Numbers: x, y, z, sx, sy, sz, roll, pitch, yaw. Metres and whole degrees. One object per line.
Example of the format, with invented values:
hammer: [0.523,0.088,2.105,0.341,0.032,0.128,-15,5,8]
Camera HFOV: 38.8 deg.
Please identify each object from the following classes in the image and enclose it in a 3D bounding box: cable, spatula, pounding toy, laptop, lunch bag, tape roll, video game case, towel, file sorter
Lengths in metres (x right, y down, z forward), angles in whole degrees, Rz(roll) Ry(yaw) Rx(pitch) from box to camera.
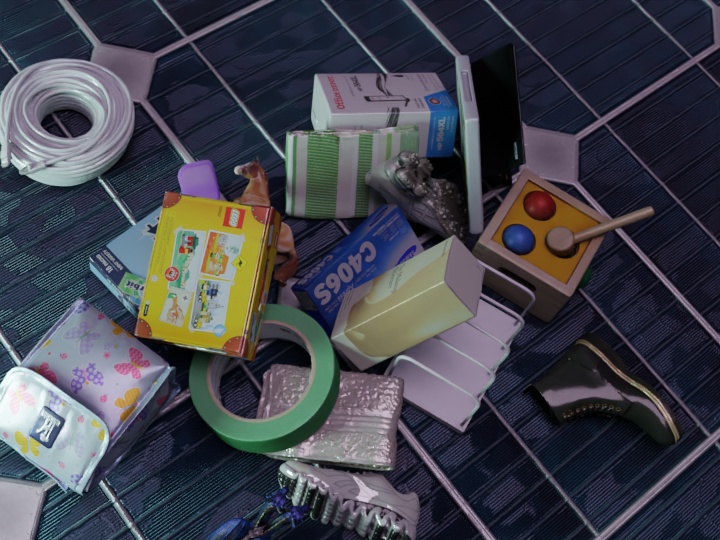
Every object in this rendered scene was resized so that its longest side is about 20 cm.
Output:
cable: [-0.438,-0.221,1.523,0.200,0.069,0.200,-8,65,-15]
spatula: [-0.211,-0.067,1.465,0.056,0.021,0.200,-14,68,-23]
pounding toy: [0.294,-0.045,1.530,0.200,0.142,0.184,31,63,6]
laptop: [0.227,-0.230,1.543,0.103,0.200,0.177,-6,86,29]
lunch bag: [-0.358,0.167,1.317,0.170,0.127,0.200,36,70,10]
tape roll: [-0.129,0.143,1.379,0.200,0.048,0.201,-5,60,8]
video game case: [0.162,-0.187,1.516,0.023,0.200,0.182,-4,40,4]
towel: [-0.044,0.196,1.381,0.200,0.034,0.133,3,64,11]
towel: [-0.013,-0.146,1.530,0.200,0.153,0.023,-4,34,-13]
file sorter: [0.142,0.097,1.443,0.139,0.125,0.200,30,62,4]

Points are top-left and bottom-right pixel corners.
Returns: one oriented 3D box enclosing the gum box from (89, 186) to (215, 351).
gum box: [-0.254,-0.010,1.465,0.170,0.045,0.200,44,63,11]

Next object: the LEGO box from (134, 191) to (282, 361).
LEGO box: [-0.198,0.007,1.355,0.149,0.077,0.200,10,82,9]

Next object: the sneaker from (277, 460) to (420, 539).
sneaker: [-0.014,0.297,1.352,0.200,0.075,0.081,25,48,0]

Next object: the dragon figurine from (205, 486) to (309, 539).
dragon figurine: [-0.156,0.346,1.278,0.200,0.099,0.059,-33,74,-23]

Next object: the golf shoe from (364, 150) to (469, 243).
golf shoe: [0.088,-0.105,1.539,0.200,0.097,0.078,44,50,-37]

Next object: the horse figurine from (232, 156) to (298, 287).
horse figurine: [-0.148,-0.057,1.452,0.132,0.050,0.200,-27,74,-39]

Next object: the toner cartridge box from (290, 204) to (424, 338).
toner cartridge box: [0.000,0.000,1.483,0.200,0.043,0.095,-44,117,-25]

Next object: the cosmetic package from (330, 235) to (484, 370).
cosmetic package: [0.063,0.045,1.367,0.071,0.200,0.105,46,34,-22]

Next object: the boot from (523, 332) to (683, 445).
boot: [0.345,0.203,1.465,0.138,0.077,0.200,-34,61,-19]

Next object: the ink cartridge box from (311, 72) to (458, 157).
ink cartridge box: [0.034,-0.240,1.581,0.200,0.084,0.146,-3,36,-13]
